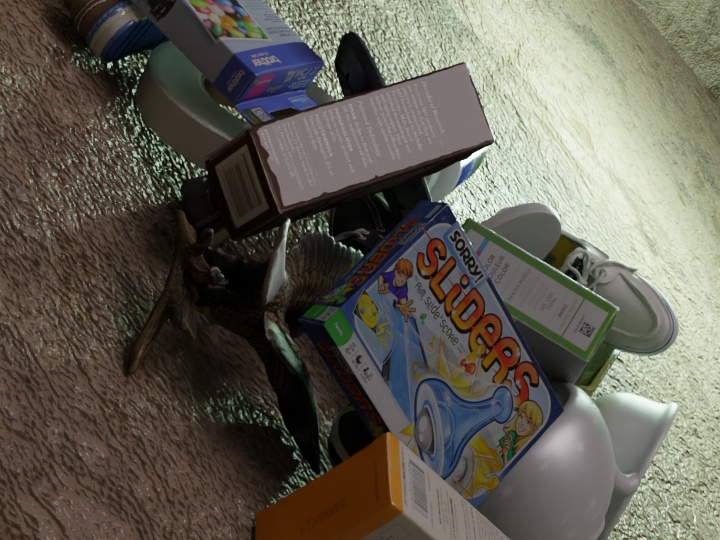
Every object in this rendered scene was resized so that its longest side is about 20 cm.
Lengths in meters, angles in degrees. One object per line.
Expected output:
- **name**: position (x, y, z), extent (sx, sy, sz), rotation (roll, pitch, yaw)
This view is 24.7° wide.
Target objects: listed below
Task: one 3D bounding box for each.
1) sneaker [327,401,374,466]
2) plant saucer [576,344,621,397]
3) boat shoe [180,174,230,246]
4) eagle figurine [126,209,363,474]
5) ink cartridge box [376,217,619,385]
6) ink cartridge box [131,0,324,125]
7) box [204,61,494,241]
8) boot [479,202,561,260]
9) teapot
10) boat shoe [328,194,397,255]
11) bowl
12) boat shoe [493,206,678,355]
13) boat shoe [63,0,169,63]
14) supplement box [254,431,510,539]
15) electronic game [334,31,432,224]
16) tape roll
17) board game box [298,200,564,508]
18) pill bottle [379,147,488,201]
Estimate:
- **sneaker**: position (0.050, 0.087, 1.256), extent (0.072, 0.083, 0.200), rotation (40, 47, 11)
- **plant saucer**: position (0.135, 0.093, 1.524), extent (0.200, 0.198, 0.048), rotation (-33, 127, -68)
- **boat shoe**: position (-0.090, -0.073, 1.383), extent (0.057, 0.067, 0.200), rotation (60, 25, -4)
- **eagle figurine**: position (-0.066, 0.037, 1.209), extent (0.200, 0.152, 0.151), rotation (34, 10, -34)
- **ink cartridge box**: position (0.109, 0.019, 1.372), extent (0.199, 0.059, 0.104), rotation (31, -19, 8)
- **ink cartridge box**: position (-0.109, -0.197, 1.334), extent (0.200, 0.042, 0.119), rotation (48, 27, 10)
- **box**: position (-0.008, -0.092, 1.265), extent (0.199, 0.100, 0.075), rotation (-18, 87, -29)
- **boot**: position (0.086, -0.021, 1.501), extent (0.074, 0.199, 0.096), rotation (43, 22, -38)
- **teapot**: position (0.126, 0.193, 1.334), extent (0.197, 0.199, 0.147), rotation (-75, 142, -78)
- **boat shoe**: position (0.000, 0.000, 1.470), extent (0.060, 0.074, 0.201), rotation (39, 36, -47)
- **bowl**: position (0.206, 0.187, 1.527), extent (0.090, 0.202, 0.201), rotation (32, 20, 8)
- **boat shoe**: position (0.200, 0.004, 1.498), extent (0.202, 0.075, 0.086), rotation (41, 7, 20)
- **boat shoe**: position (-0.186, -0.228, 1.388), extent (0.072, 0.072, 0.200), rotation (48, 17, 2)
- **supplement box**: position (0.035, 0.220, 1.163), extent (0.200, 0.126, 0.074), rotation (44, 24, -30)
- **electronic game**: position (0.026, -0.115, 1.447), extent (0.200, 0.041, 0.201), rotation (157, -90, -87)
- **tape roll**: position (-0.090, -0.127, 1.381), extent (0.202, 0.037, 0.203), rotation (22, 26, -12)
- **board game box**: position (0.056, 0.070, 1.190), extent (0.135, 0.034, 0.201), rotation (-44, 118, -24)
- **pill bottle**: position (0.061, -0.126, 1.709), extent (0.112, 0.112, 0.200), rotation (55, 22, -2)
